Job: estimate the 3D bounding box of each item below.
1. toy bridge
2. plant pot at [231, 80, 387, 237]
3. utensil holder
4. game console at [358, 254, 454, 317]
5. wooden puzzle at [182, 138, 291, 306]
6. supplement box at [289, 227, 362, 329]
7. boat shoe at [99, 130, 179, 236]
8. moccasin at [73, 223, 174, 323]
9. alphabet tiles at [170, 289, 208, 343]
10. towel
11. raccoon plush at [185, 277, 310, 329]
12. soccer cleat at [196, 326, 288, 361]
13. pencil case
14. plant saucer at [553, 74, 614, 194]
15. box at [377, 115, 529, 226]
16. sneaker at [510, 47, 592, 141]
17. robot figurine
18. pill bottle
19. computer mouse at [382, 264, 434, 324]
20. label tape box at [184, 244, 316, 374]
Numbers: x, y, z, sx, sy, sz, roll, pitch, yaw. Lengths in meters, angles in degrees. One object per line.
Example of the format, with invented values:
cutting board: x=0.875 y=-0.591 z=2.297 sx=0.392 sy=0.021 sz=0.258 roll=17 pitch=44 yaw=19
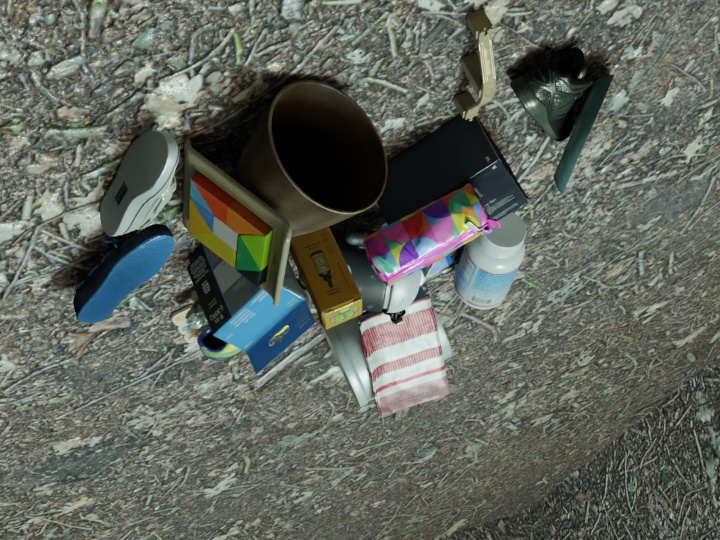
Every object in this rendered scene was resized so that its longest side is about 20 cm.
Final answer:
toy bridge: x=0.164 y=-0.271 z=1.590 sx=0.027 sy=0.068 sz=0.201 roll=-20 pitch=153 yaw=-12
plant pot: x=-0.095 y=-0.123 z=1.525 sx=0.185 sy=0.190 sz=0.199 roll=-3 pitch=161 yaw=-39
utensil holder: x=0.049 y=0.132 z=2.123 sx=0.198 sy=0.171 sz=0.170 roll=-27 pitch=155 yaw=-5
game console: x=0.056 y=-0.011 z=2.029 sx=0.198 sy=0.119 sz=0.172 roll=-26 pitch=124 yaw=-1
wooden puzzle: x=-0.174 y=-0.057 z=1.517 sx=0.037 sy=0.200 sz=0.186 roll=-41 pitch=163 yaw=-28
supplement box: x=-0.064 y=-0.018 z=1.689 sx=0.066 sy=0.202 sz=0.069 roll=-20 pitch=154 yaw=-10
boat shoe: x=-0.272 y=-0.110 z=1.472 sx=0.065 sy=0.073 sz=0.200 roll=-9 pitch=150 yaw=-41
moccasin: x=-0.345 y=-0.008 z=1.600 sx=0.199 sy=0.069 sz=0.080 roll=-38 pitch=145 yaw=19
alphabet tiles: x=-0.216 y=0.061 z=1.909 sx=0.193 sy=0.015 sz=0.201 roll=-25 pitch=155 yaw=-4
towel: x=0.080 y=0.155 z=2.038 sx=0.142 sy=0.023 sz=0.203 roll=-18 pitch=113 yaw=-12
raccoon plush: x=-0.165 y=0.067 z=1.788 sx=0.200 sy=0.134 sz=0.097 roll=-42 pitch=137 yaw=6
soccer cleat: x=-0.183 y=0.086 z=1.897 sx=0.199 sy=0.065 sz=0.084 roll=-32 pitch=153 yaw=6
pencil case: x=0.103 y=-0.053 z=1.682 sx=0.198 sy=0.089 sz=0.088 roll=-28 pitch=155 yaw=5
plant saucer: x=0.348 y=-0.218 z=1.792 sx=0.200 sy=0.027 sz=0.202 roll=25 pitch=89 yaw=-83
box: x=0.139 y=-0.128 z=1.788 sx=0.198 sy=0.105 sz=0.182 roll=-32 pitch=154 yaw=10
sneaker: x=0.310 y=-0.266 z=1.727 sx=0.113 sy=0.077 sz=0.199 roll=-33 pitch=153 yaw=16
robot figurine: x=0.000 y=0.000 z=1.837 sx=0.197 sy=0.127 sz=0.150 roll=8 pitch=179 yaw=-2
pill bottle: x=0.239 y=-0.022 z=2.077 sx=0.107 sy=0.110 sz=0.201 roll=-17 pitch=153 yaw=-18
computer mouse: x=0.092 y=-0.006 z=1.928 sx=0.202 sy=0.043 sz=0.110 roll=-61 pitch=-171 yaw=7
label tape box: x=-0.166 y=0.030 z=1.680 sx=0.144 sy=0.202 sz=0.063 roll=-41 pitch=151 yaw=29
